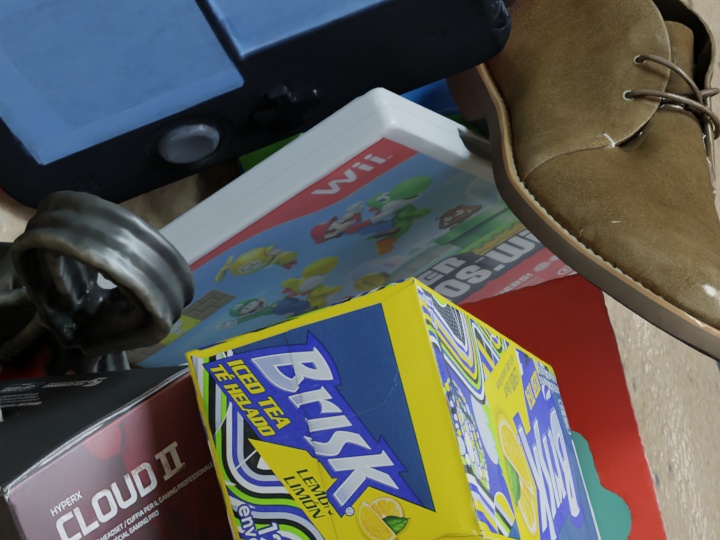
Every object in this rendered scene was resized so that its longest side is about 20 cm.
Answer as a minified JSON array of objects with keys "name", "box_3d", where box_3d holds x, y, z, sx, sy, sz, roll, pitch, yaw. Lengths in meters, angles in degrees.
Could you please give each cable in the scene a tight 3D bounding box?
[{"name":"cable","box_3d":[-0.087,0.023,0.801,0.097,0.200,0.050,44,74,-18]}]

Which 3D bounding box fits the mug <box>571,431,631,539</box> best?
[{"name":"mug","box_3d":[0.008,0.081,0.997,0.185,0.151,0.115,-20,94,-63]}]

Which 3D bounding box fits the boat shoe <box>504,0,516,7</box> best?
[{"name":"boat shoe","box_3d":[0.057,-0.144,1.206,0.200,0.070,0.070,48,38,9]}]

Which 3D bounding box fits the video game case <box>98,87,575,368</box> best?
[{"name":"video game case","box_3d":[0.000,0.000,1.034,0.200,0.143,0.018,20,42,-59]}]

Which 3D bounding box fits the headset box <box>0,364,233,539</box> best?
[{"name":"headset box","box_3d":[-0.086,0.115,0.787,0.077,0.148,0.201,-31,107,-41]}]

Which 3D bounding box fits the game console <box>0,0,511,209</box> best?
[{"name":"game console","box_3d":[-0.055,-0.091,0.896,0.200,0.176,0.031,59,17,-61]}]

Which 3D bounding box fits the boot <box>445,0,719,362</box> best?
[{"name":"boot","box_3d":[0.087,-0.043,0.943,0.073,0.076,0.200,31,19,-31]}]

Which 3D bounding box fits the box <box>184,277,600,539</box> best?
[{"name":"box","box_3d":[0.016,0.056,0.798,0.200,0.064,0.070,33,41,-75]}]

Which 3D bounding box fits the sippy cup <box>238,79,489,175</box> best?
[{"name":"sippy cup","box_3d":[0.007,-0.069,1.106,0.178,0.139,0.131,87,-11,-69]}]

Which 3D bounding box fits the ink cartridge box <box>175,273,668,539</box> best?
[{"name":"ink cartridge box","box_3d":[-0.003,0.099,0.910,0.047,0.199,0.161,25,50,-83]}]
